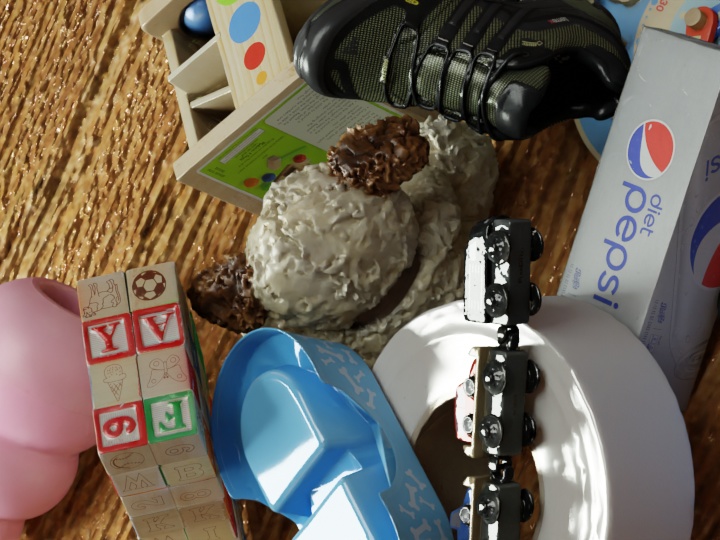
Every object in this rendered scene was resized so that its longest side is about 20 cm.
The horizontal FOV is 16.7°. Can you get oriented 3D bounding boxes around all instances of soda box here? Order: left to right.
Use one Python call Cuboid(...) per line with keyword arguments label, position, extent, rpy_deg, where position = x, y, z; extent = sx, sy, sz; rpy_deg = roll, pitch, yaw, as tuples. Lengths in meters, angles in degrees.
Cuboid(label="soda box", position=(0.168, -0.027, 1.354), extent=(0.068, 0.063, 0.201), rpy_deg=(25, 101, 45))

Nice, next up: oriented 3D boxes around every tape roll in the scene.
Cuboid(label="tape roll", position=(0.084, 0.115, 1.335), extent=(0.202, 0.071, 0.204), rpy_deg=(4, 96, 47))

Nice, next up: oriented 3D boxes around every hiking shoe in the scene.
Cuboid(label="hiking shoe", position=(0.064, -0.117, 1.382), extent=(0.101, 0.199, 0.076), rpy_deg=(-116, 27, -58))

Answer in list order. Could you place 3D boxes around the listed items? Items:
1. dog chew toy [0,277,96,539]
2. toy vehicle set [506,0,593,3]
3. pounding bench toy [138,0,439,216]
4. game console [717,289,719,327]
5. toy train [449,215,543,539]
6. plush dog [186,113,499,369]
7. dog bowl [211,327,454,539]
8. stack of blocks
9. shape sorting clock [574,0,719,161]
Cuboid(label="dog chew toy", position=(-0.232, 0.107, 1.618), extent=(0.124, 0.124, 0.201), rpy_deg=(38, 104, 43))
Cuboid(label="toy vehicle set", position=(0.086, -0.230, 1.488), extent=(0.026, 0.124, 0.201), rpy_deg=(-37, 41, 50))
Cuboid(label="pounding bench toy", position=(-0.021, -0.153, 1.540), extent=(0.200, 0.124, 0.157), rpy_deg=(-37, 51, 29))
Cuboid(label="game console", position=(0.246, 0.062, 1.235), extent=(0.118, 0.171, 0.201), rpy_deg=(-9, 70, 7))
Cuboid(label="toy train", position=(0.068, 0.072, 1.274), extent=(0.046, 0.034, 0.201), rpy_deg=(7, 97, 51))
Cuboid(label="plush dog", position=(0.000, 0.000, 1.434), extent=(0.200, 0.172, 0.161), rpy_deg=(-45, 49, 13))
Cuboid(label="dog bowl", position=(-0.013, 0.122, 1.354), extent=(0.112, 0.049, 0.201), rpy_deg=(-53, 53, 38))
Cuboid(label="stack of blocks", position=(-0.115, 0.097, 1.465), extent=(0.058, 0.200, 0.116), rpy_deg=(-12, 58, 0))
Cuboid(label="shape sorting clock", position=(0.202, -0.140, 1.424), extent=(0.199, 0.039, 0.201), rpy_deg=(-17, 60, 33))
